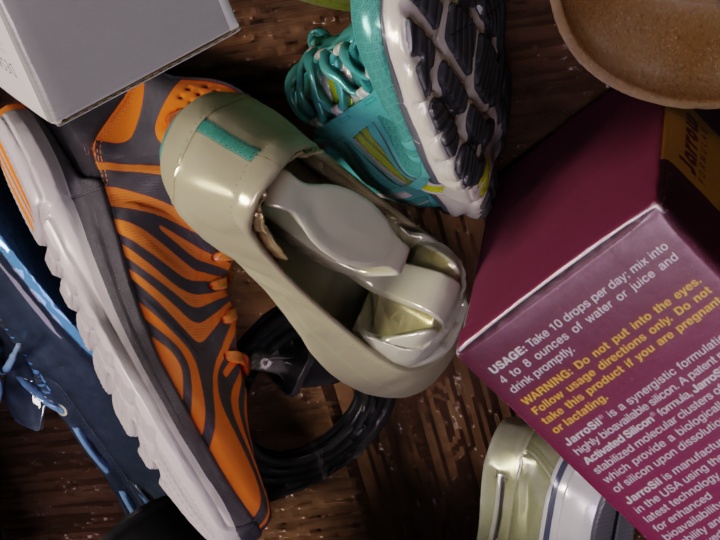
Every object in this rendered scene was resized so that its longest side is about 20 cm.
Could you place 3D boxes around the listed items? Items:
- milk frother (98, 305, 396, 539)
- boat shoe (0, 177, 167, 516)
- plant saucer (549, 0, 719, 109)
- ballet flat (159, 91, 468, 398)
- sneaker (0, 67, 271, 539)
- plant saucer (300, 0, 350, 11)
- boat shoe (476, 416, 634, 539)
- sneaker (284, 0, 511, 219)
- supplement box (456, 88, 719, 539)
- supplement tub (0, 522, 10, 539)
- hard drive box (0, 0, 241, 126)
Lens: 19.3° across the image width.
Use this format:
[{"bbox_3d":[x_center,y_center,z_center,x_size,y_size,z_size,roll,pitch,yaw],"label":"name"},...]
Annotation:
[{"bbox_3d":[-0.004,0.140,0.860,0.188,0.180,0.200,29,122,26],"label":"milk frother"},{"bbox_3d":[-0.128,0.047,0.913,0.069,0.084,0.200,-31,109,15],"label":"boat shoe"},{"bbox_3d":[0.154,-0.135,0.723,0.200,0.035,0.200,-13,144,-9],"label":"plant saucer"},{"bbox_3d":[0.000,0.000,0.796,0.069,0.070,0.200,-22,145,24],"label":"ballet flat"},{"bbox_3d":[-0.057,0.002,0.830,0.112,0.078,0.200,-24,83,-14],"label":"sneaker"},{"bbox_3d":[0.028,-0.146,0.724,0.200,0.031,0.200,-9,152,-5],"label":"plant saucer"},{"bbox_3d":[0.080,0.149,0.954,0.062,0.072,0.200,24,124,26],"label":"boat shoe"},{"bbox_3d":[0.011,-0.062,0.767,0.080,0.078,0.200,8,165,7],"label":"sneaker"},{"bbox_3d":[0.144,0.036,0.821,0.103,0.131,0.200,-38,109,28],"label":"supplement box"},{"bbox_3d":[-0.220,0.112,0.931,0.107,0.107,0.200,-2,141,13],"label":"supplement tub"},{"bbox_3d":[-0.137,-0.168,0.731,0.077,0.156,0.200,-30,119,-16],"label":"hard drive box"}]
